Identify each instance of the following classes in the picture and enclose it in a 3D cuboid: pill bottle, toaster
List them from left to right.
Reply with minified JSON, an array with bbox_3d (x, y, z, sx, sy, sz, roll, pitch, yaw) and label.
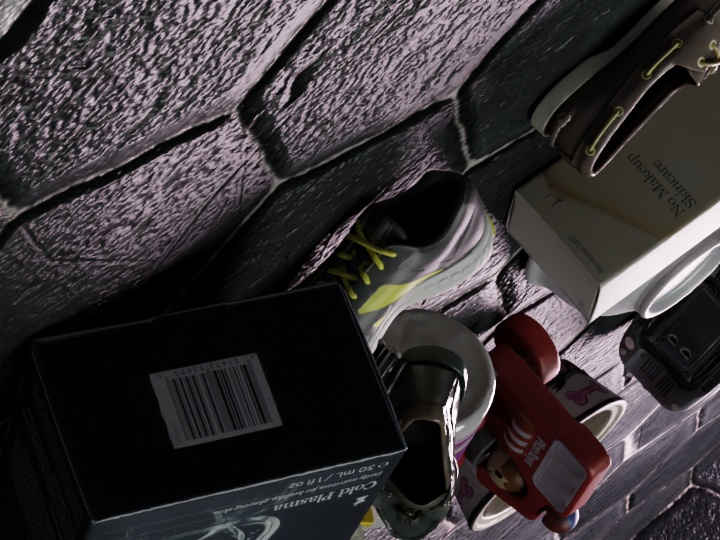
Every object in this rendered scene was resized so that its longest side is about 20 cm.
[{"bbox_3d":[0.026,0.123,1.791,0.112,0.112,0.200,-30,161,-29],"label":"pill bottle"},{"bbox_3d":[0.364,0.045,2.337,0.129,0.114,0.200,-24,156,-53],"label":"toaster"}]

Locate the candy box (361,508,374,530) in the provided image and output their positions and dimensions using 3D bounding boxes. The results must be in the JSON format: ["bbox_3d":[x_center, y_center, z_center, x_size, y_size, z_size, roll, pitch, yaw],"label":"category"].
[{"bbox_3d":[-0.096,0.198,1.725,0.200,0.026,0.102,7,150,-41],"label":"candy box"}]

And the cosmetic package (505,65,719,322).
[{"bbox_3d":[0.220,-0.064,1.740,0.200,0.104,0.073,-36,162,-17],"label":"cosmetic package"}]

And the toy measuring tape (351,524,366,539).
[{"bbox_3d":[-0.027,0.158,1.699,0.074,0.200,0.074,-17,-162,6],"label":"toy measuring tape"}]

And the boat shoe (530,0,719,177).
[{"bbox_3d":[0.210,-0.146,1.576,0.200,0.060,0.072,-40,163,1],"label":"boat shoe"}]

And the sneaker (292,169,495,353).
[{"bbox_3d":[0.000,0.000,1.511,0.200,0.074,0.085,-39,151,-16],"label":"sneaker"}]

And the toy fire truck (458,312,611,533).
[{"bbox_3d":[0.134,0.148,1.996,0.112,0.168,0.200,-32,162,-24],"label":"toy fire truck"}]

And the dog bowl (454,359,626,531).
[{"bbox_3d":[0.166,0.168,2.290,0.200,0.074,0.200,-37,164,-12],"label":"dog bowl"}]

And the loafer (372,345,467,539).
[{"bbox_3d":[0.037,0.139,1.658,0.200,0.072,0.063,96,1,-47],"label":"loafer"}]

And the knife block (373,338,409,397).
[{"bbox_3d":[-0.035,0.134,1.592,0.176,0.200,0.064,-14,173,22],"label":"knife block"}]

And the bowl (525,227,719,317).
[{"bbox_3d":[0.239,-0.026,1.882,0.201,0.090,0.201,-37,163,-13],"label":"bowl"}]

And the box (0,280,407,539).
[{"bbox_3d":[-0.104,0.120,1.392,0.200,0.124,0.197,-11,155,-23],"label":"box"}]
